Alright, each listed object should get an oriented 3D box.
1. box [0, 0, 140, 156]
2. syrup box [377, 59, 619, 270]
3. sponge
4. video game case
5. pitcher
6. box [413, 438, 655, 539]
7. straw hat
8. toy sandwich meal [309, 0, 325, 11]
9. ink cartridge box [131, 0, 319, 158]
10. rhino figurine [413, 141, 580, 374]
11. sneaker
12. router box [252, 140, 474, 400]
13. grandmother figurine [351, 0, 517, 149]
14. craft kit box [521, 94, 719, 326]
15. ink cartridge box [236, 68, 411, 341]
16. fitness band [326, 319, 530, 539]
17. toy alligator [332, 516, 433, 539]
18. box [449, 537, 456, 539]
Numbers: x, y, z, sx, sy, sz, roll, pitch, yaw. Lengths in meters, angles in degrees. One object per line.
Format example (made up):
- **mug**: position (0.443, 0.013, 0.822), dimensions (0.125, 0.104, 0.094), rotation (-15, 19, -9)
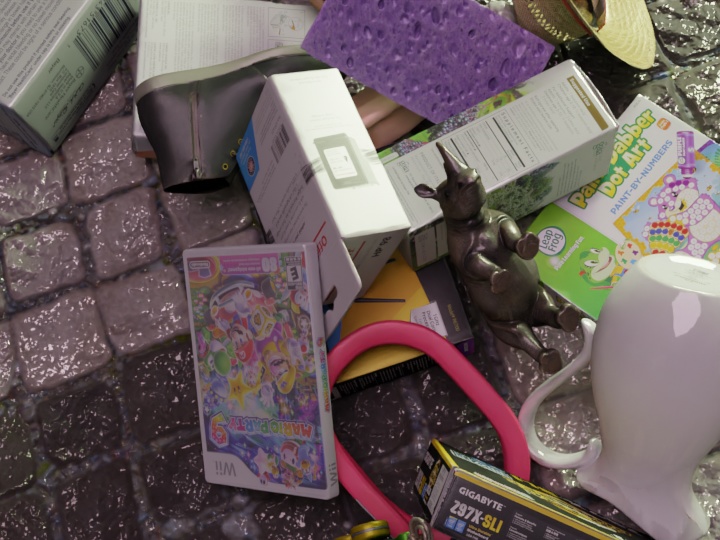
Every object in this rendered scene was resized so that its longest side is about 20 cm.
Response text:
- **box**: position (-0.348, -0.247, 1.101), dimensions (0.199, 0.105, 0.184), rotation (28, 76, 17)
- **syrup box**: position (0.111, -0.088, 0.936), dimensions (0.199, 0.079, 0.082), rotation (-28, 67, -6)
- **sponge**: position (0.059, -0.197, 0.980), dimensions (0.199, 0.030, 0.112), rotation (28, 102, -9)
- **video game case**: position (-0.083, 0.080, 0.903), dimensions (0.143, 0.018, 0.201), rotation (-2, 96, 39)
- **pitcher**: position (0.210, 0.087, 0.857), dimensions (0.171, 0.121, 0.201), rotation (19, 114, 27)
- **box**: position (0.140, 0.191, 0.803), dimensions (0.199, 0.160, 0.050), rotation (24, 86, 0)
- **straw hat**: position (0.181, -0.250, 1.012), dimensions (0.085, 0.200, 0.202), rotation (-28, 63, 34)
- **toy sandwich meal**: position (0.021, -0.314, 1.028), dimensions (0.204, 0.070, 0.207), rotation (0, 90, 13)
- **ink cartridge box**: position (-0.120, -0.188, 1.088), dimensions (0.199, 0.050, 0.163), rotation (3, 69, -10)
- **rhino figurine**: position (0.100, -0.015, 0.854), dimensions (0.060, 0.201, 0.087), rotation (-36, 26, -9)
- **sneaker**: position (-0.098, -0.135, 1.013), dimensions (0.199, 0.075, 0.107), rotation (-15, 80, -8)
- **router box**: position (0.000, 0.000, 0.981), dimensions (0.148, 0.051, 0.201), rotation (-19, 67, 0)
- **grandmother figurine**: position (0.069, -0.181, 1.038), dimensions (0.200, 0.061, 0.121), rotation (-38, 82, -5)
- **craft kit box**: position (0.262, -0.023, 0.958), dimensions (0.197, 0.049, 0.200), rotation (36, 78, 22)
- **ink cartridge box**: position (-0.028, -0.049, 0.907), dimensions (0.066, 0.116, 0.201), rotation (-11, 65, -28)
- **fitness band**: position (0.047, 0.135, 0.902), dimensions (0.144, 0.037, 0.200), rotation (-42, 88, -3)
- **toy alligator**: position (0.026, 0.219, 0.841), dimensions (0.054, 0.200, 0.060), rotation (-3, 67, -27)
- **box**: position (0.093, 0.323, 0.810), dimensions (0.160, 0.044, 0.201), rotation (27, 64, 2)
